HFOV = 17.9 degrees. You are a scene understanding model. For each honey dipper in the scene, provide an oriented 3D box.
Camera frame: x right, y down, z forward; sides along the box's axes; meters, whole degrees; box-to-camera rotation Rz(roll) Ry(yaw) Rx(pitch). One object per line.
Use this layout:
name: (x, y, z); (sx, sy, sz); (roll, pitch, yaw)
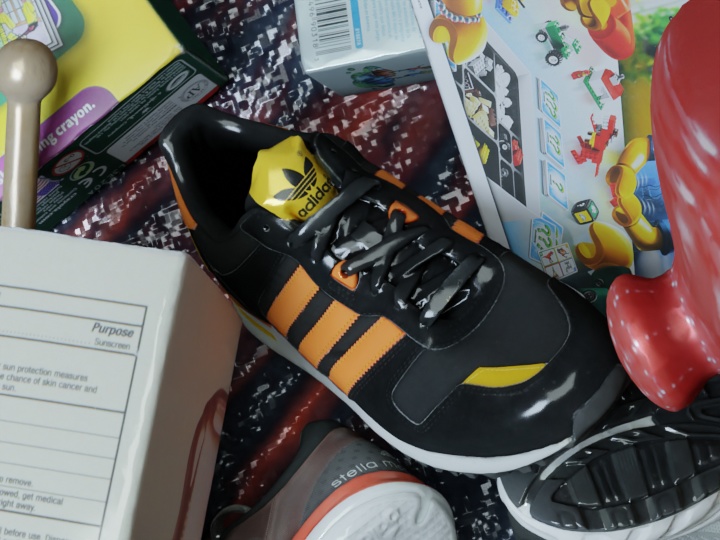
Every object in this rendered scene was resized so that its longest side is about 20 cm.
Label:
honey dipper: (-0.124, 0.017, 0.812); (0.038, 0.038, 0.201); (8, 105, 15)

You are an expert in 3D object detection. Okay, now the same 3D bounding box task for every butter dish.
butter dish: (0.140, -0.008, 0.657); (0.148, 0.200, 0.200); (-29, 116, 11)

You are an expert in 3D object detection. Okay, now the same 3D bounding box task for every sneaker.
sneaker: (0.143, 0.061, 0.760); (0.199, 0.079, 0.074); (-8, 58, -2)
sneaker: (0.000, 0.000, 0.745); (0.070, 0.090, 0.200); (-48, 39, -13)
sneaker: (-0.043, 0.139, 0.804); (0.200, 0.077, 0.082); (-53, 41, 10)

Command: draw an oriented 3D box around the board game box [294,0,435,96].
board game box: (0.073, -0.152, 0.805); (0.199, 0.064, 0.148); (-9, 81, 15)

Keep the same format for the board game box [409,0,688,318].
board game box: (0.091, -0.065, 0.750); (0.126, 0.035, 0.200); (-15, 114, 12)

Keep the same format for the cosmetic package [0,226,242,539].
cosmetic package: (-0.110, 0.094, 0.720); (0.103, 0.087, 0.201); (9, 76, 13)

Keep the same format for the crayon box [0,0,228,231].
crayon box: (-0.180, -0.079, 0.863); (0.200, 0.058, 0.173); (-39, 74, 7)
